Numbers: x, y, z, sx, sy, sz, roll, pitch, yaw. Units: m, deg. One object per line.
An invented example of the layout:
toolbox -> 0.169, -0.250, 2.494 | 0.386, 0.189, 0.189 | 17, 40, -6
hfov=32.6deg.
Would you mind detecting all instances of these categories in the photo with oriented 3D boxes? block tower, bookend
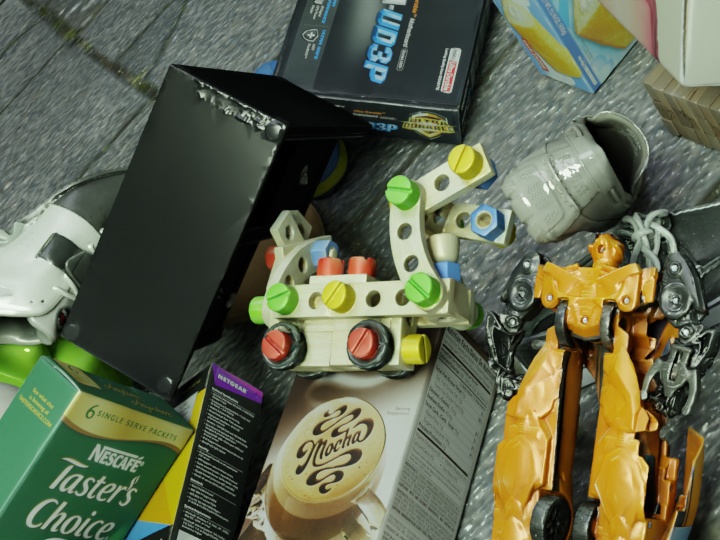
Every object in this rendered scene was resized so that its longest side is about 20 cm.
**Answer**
block tower -> 0.264, -0.097, 0.769 | 0.058, 0.054, 0.200 | -48, 39, -5
bookend -> -0.096, -0.034, 0.885 | 0.091, 0.199, 0.202 | 28, 103, 12

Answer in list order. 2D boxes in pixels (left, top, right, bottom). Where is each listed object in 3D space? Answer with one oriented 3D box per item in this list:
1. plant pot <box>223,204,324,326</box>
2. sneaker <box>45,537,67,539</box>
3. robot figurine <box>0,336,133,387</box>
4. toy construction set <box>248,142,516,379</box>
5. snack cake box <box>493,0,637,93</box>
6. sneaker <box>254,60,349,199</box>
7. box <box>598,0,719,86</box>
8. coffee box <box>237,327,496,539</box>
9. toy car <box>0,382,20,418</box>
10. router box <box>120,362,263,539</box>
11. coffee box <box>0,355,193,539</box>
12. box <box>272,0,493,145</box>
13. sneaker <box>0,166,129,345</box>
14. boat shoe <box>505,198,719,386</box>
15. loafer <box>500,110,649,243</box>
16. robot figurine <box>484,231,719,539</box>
plant pot -> -0.127, -0.015, 0.994 | 0.197, 0.028, 0.201 | 1, 38, 0
sneaker -> -0.124, 0.217, 0.735 | 0.098, 0.201, 0.079 | -14, 44, 18
robot figurine -> -0.241, 0.083, 0.958 | 0.114, 0.201, 0.177 | 15, 59, 15
toy construction set -> 0.000, 0.000, 0.761 | 0.198, 0.091, 0.133 | -8, 72, 45
snack cake box -> 0.141, -0.240, 0.883 | 0.115, 0.200, 0.067 | -49, 40, -5
sneaker -> -0.068, -0.145, 1.084 | 0.066, 0.078, 0.201 | -38, 38, 11
box -> 0.232, -0.201, 0.771 | 0.126, 0.110, 0.201 | -4, 27, -3
coffee box -> 0.003, 0.131, 0.780 | 0.112, 0.080, 0.202 | -6, 53, 38
toy car -> -0.258, 0.135, 0.813 | 0.198, 0.177, 0.186 | -23, 71, 5
router box -> -0.152, 0.173, 0.853 | 0.199, 0.051, 0.150 | -37, 32, 40
coffee box -> -0.198, 0.157, 0.750 | 0.044, 0.123, 0.201 | 33, 88, 33
box -> 0.024, -0.201, 1.023 | 0.157, 0.046, 0.202 | 8, 58, 12
sneaker -> -0.212, 0.005, 0.852 | 0.199, 0.074, 0.089 | -32, 70, -16
boat shoe -> 0.175, -0.001, 0.752 | 0.198, 0.068, 0.074 | -29, 42, 19
loafer -> 0.149, -0.062, 0.759 | 0.069, 0.070, 0.200 | -34, -2, 26
robot figurine -> 0.129, 0.081, 0.680 | 0.144, 0.058, 0.203 | 2, 81, 41
